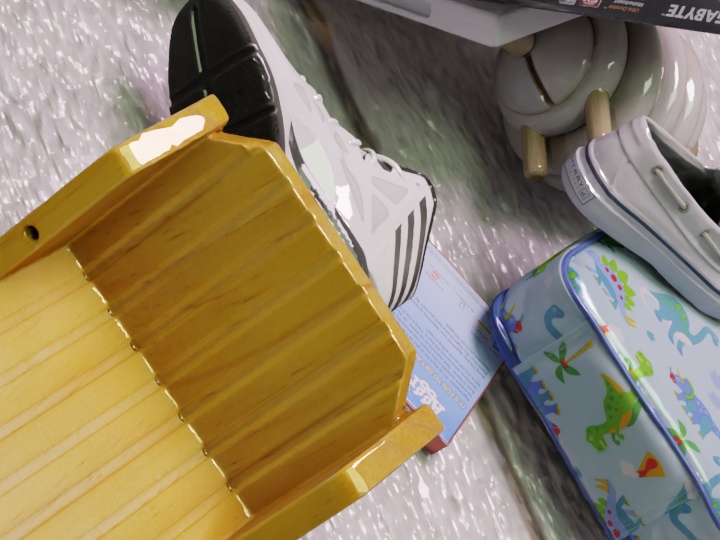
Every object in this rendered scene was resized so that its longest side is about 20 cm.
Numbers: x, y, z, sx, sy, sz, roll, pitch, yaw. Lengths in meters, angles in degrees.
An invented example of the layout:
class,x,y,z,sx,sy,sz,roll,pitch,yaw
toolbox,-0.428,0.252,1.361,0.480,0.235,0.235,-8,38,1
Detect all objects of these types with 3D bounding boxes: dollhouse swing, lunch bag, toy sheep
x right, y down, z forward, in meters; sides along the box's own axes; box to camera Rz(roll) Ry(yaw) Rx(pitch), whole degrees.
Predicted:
class,x,y,z,sx,sy,sz,roll,pitch,yaw
dollhouse swing,-0.104,0.056,0.907,0.201,0.181,0.176,56,26,1
lunch bag,0.174,0.072,1.158,0.201,0.082,0.160,57,35,3
toy sheep,0.147,-0.108,1.216,0.200,0.137,0.139,31,47,-44

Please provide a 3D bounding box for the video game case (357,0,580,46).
class,x,y,z,sx,sy,sz,roll,pitch,yaw
video game case,0.073,-0.191,1.195,0.181,0.023,0.199,24,33,35

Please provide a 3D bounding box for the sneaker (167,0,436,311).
class,x,y,z,sx,sy,sz,roll,pitch,yaw
sneaker,-0.029,-0.062,1.076,0.115,0.075,0.202,-20,87,-52

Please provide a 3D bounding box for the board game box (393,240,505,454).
class,x,y,z,sx,sy,sz,roll,pitch,yaw
board game box,0.000,0.000,1.114,0.200,0.019,0.103,47,45,-7

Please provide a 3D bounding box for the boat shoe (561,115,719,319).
class,x,y,z,sx,sy,sz,roll,pitch,yaw
boat shoe,0.204,-0.028,1.154,0.199,0.067,0.074,25,40,-43

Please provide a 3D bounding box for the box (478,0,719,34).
class,x,y,z,sx,sy,sz,roll,pitch,yaw
box,0.110,-0.216,1.133,0.198,0.050,0.199,2,40,-31
